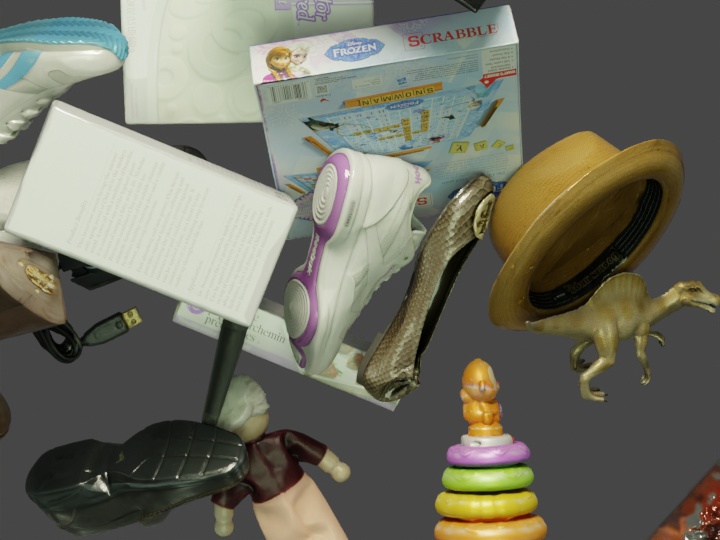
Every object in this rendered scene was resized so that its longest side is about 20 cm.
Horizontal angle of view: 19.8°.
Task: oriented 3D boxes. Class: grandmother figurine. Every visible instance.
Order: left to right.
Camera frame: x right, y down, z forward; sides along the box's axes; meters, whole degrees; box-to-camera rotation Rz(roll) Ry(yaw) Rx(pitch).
[{"bbox_3d":[-0.070,0.180,1.711,0.121,0.060,0.201,-28,100,-15],"label":"grandmother figurine"}]

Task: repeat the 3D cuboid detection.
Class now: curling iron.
[{"bbox_3d":[-0.105,0.030,1.647,0.049,0.026,0.202,14,110,17],"label":"curling iron"}]

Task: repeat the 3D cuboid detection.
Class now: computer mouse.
[{"bbox_3d":[-0.186,-0.002,1.643,0.199,0.046,0.141,-35,138,-8],"label":"computer mouse"}]

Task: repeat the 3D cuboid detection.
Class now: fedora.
[{"bbox_3d":[0.164,-0.043,1.630,0.201,0.200,0.082,-44,62,8],"label":"fedora"}]

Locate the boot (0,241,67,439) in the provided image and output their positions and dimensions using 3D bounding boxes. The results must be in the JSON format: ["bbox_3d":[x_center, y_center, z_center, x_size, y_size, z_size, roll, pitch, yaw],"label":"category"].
[{"bbox_3d":[-0.281,0.055,1.603,0.199,0.065,0.186,-21,133,33],"label":"boot"}]

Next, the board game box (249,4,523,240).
[{"bbox_3d":[0.025,-0.110,1.589,0.198,0.041,0.200,-8,145,0],"label":"board game box"}]

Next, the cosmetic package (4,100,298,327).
[{"bbox_3d":[-0.158,-0.043,1.559,0.198,0.071,0.102,23,96,-10],"label":"cosmetic package"}]

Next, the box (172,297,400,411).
[{"bbox_3d":[-0.055,0.057,1.688,0.198,0.041,0.039,22,102,-8],"label":"box"}]

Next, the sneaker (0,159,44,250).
[{"bbox_3d":[-0.289,-0.025,1.652,0.198,0.076,0.089,-16,136,-11],"label":"sneaker"}]

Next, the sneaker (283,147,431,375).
[{"bbox_3d":[0.000,0.000,1.608,0.099,0.075,0.201,1,126,-26],"label":"sneaker"}]

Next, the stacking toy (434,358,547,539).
[{"bbox_3d":[0.104,0.173,1.702,0.108,0.116,0.202,-2,90,1],"label":"stacking toy"}]

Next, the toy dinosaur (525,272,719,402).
[{"bbox_3d":[0.195,0.048,1.669,0.198,0.058,0.102,-9,123,-29],"label":"toy dinosaur"}]

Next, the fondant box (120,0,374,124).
[{"bbox_3d":[-0.088,-0.192,1.617,0.198,0.058,0.146,-2,104,-3],"label":"fondant box"}]

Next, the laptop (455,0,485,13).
[{"bbox_3d":[0.001,-0.233,1.521,0.198,0.177,0.104,-17,109,26],"label":"laptop"}]

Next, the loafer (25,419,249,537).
[{"bbox_3d":[-0.173,0.173,1.684,0.198,0.073,0.073,-9,129,26],"label":"loafer"}]

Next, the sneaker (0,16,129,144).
[{"bbox_3d":[-0.267,-0.146,1.605,0.198,0.077,0.082,-9,106,21],"label":"sneaker"}]

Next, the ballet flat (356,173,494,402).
[{"bbox_3d":[0.060,0.018,1.628,0.046,0.067,0.201,33,104,22],"label":"ballet flat"}]
